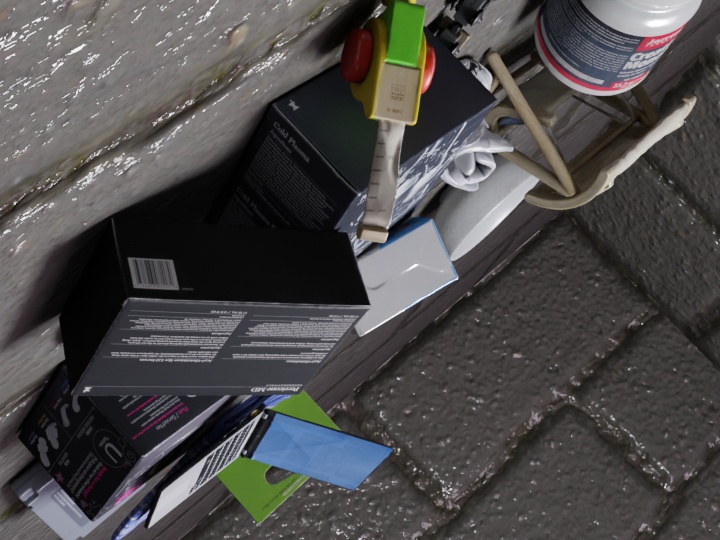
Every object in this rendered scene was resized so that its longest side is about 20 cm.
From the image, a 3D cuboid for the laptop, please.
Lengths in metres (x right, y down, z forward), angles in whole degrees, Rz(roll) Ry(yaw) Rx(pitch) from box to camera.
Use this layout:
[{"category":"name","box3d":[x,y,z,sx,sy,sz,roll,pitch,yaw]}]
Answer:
[{"category":"laptop","box3d":[-0.095,0.214,1.325,0.200,0.116,0.187,-37,171,-23]}]

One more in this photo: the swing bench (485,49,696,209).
[{"category":"swing bench","box3d":[0.245,-0.185,1.563,0.199,0.200,0.130,-37,170,-37]}]

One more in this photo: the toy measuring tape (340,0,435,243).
[{"category":"toy measuring tape","box3d":[0.015,-0.122,1.033,0.074,0.073,0.201,10,89,-80]}]

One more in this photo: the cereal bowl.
[{"category":"cereal bowl","box3d":[0.181,-0.111,2.047,0.200,0.083,0.200,-43,173,-7]}]

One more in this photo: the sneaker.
[{"category":"sneaker","box3d":[0.107,-0.147,1.388,0.075,0.115,0.200,-48,171,33]}]

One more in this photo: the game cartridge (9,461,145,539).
[{"category":"game cartridge","box3d":[-0.303,0.230,1.491,0.133,0.040,0.200,-36,158,-13]}]

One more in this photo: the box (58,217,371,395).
[{"category":"box","box3d":[-0.115,0.033,1.047,0.200,0.079,0.141,3,142,-30]}]

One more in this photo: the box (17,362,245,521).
[{"category":"box","box3d":[-0.201,0.123,1.284,0.200,0.115,0.132,-34,167,-48]}]

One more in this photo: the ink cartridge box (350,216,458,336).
[{"category":"ink cartridge box","box3d":[0.000,0.000,1.328,0.115,0.068,0.200,-29,-167,-15]}]

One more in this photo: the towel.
[{"category":"towel","box3d":[-0.162,0.196,1.383,0.200,0.024,0.145,-47,173,26]}]

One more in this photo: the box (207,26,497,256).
[{"category":"box","box3d":[-0.010,-0.089,1.159,0.200,0.104,0.182,-37,168,-40]}]

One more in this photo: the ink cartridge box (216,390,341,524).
[{"category":"ink cartridge box","box3d":[-0.132,0.162,1.508,0.148,0.200,0.076,-43,172,-5]}]

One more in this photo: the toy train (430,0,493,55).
[{"category":"toy train","box3d":[0.072,-0.203,1.238,0.200,0.034,0.046,-51,-179,40]}]

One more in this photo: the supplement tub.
[{"category":"supplement tub","box3d":[0.272,-0.284,1.402,0.140,0.140,0.200,-40,172,-20]}]
